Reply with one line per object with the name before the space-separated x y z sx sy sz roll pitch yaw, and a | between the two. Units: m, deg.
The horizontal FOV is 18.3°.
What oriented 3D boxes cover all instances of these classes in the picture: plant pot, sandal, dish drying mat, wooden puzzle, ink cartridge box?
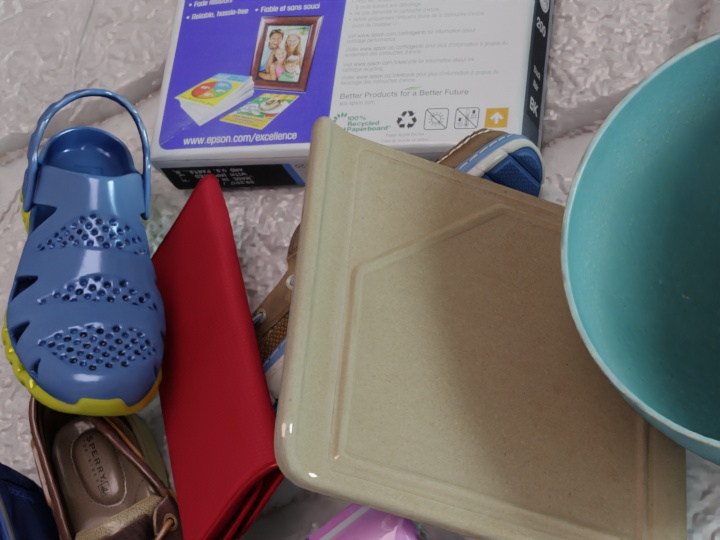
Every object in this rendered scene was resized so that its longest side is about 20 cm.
plant pot | 0.198 0.010 0.950 0.200 0.135 0.201 -9 61 17
sandal | -0.133 -0.015 1.082 0.079 0.087 0.200 1 45 -16
dish drying mat | -0.071 0.044 1.053 0.077 0.018 0.200 -56 31 30
wooden puzzle | 0.056 0.039 0.965 0.037 0.200 0.185 -48 28 47
ink cartridge box | 0.001 -0.140 1.153 0.198 0.043 0.201 -1 66 20

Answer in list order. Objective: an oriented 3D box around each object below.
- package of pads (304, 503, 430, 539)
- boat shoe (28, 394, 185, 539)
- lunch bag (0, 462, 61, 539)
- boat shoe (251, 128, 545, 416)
package of pads | -0.028 0.195 0.947 0.200 0.076 0.121 -38 101 -1
boat shoe | -0.106 0.134 1.035 0.072 0.072 0.200 -29 58 4
lunch bag | -0.207 0.170 1.019 0.136 0.132 0.200 -26 58 6
boat shoe | 0.000 0.000 1.061 0.200 0.072 0.072 -45 51 0
